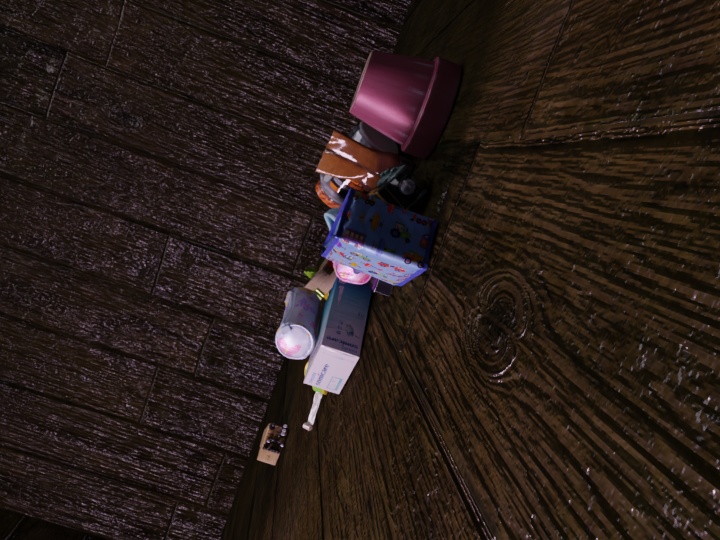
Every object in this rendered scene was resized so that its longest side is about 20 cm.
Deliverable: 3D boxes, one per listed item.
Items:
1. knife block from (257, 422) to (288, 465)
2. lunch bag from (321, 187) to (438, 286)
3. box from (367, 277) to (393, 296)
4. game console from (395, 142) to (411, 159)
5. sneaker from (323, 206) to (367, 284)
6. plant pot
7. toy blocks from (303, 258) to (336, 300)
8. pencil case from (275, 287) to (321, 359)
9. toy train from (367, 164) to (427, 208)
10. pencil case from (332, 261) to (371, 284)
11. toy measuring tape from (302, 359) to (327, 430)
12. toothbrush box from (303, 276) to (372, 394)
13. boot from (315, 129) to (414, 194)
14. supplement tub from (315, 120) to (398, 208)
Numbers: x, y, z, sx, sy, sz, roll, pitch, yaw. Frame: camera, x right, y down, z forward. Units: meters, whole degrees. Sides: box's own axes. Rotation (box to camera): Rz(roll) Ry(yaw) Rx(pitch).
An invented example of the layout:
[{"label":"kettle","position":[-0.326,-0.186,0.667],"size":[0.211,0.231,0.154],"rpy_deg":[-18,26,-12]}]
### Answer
[{"label":"knife block","position":[-0.273,0.526,2.240],"size":[0.200,0.064,0.176],"rpy_deg":[-87,18,-67]},{"label":"lunch bag","position":[0.019,-0.030,1.147],"size":[0.200,0.150,0.094],"rpy_deg":[126,162,-65]},{"label":"box","position":[0.055,-0.034,1.356],"size":[0.200,0.036,0.143],"rpy_deg":[-128,59,-80]},{"label":"game console","position":[0.142,-0.375,1.656],"size":[0.176,0.116,0.200],"rpy_deg":[51,128,46]},{"label":"sneaker","position":[-0.037,-0.046,1.571],"size":[0.074,0.082,0.201],"rpy_deg":[-31,73,61]},{"label":"plant pot","position":[0.082,-0.346,1.390],"size":[0.200,0.179,0.201],"rpy_deg":[-160,90,-84]},{"label":"toy blocks","position":[-0.059,-0.014,1.748],"size":[0.137,0.100,0.200],"rpy_deg":[-45,7,29]},{"label":"pencil case","position":[-0.133,0.110,1.506],"size":[0.200,0.083,0.091],"rpy_deg":[-88,-17,-66]},{"label":"toy train","position":[0.051,-0.136,1.317],"size":[0.114,0.085,0.200],"rpy_deg":[-42,8,-4]},{"label":"pencil case","position":[-0.012,-0.040,1.407],"size":[0.200,0.087,0.088],"rpy_deg":[-86,16,-70]},{"label":"toy measuring tape","position":[-0.110,0.272,1.628],"size":[0.074,0.073,0.200],"rpy_deg":[150,140,-79]},{"label":"toothbrush box","position":[-0.047,0.134,1.469],"size":[0.200,0.085,0.147],"rpy_deg":[-77,9,-45]},{"label":"boot","position":[-0.004,-0.191,1.539],"size":[0.069,0.200,0.189],"rpy_deg":[-91,21,-65]},{"label":"supplement tub","position":[-0.013,-0.242,1.636],"size":[0.200,0.122,0.123],"rpy_deg":[-48,18,31]}]
